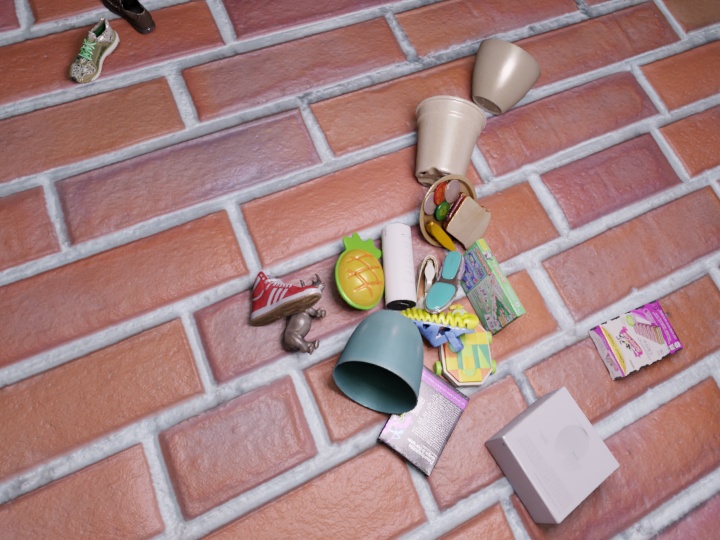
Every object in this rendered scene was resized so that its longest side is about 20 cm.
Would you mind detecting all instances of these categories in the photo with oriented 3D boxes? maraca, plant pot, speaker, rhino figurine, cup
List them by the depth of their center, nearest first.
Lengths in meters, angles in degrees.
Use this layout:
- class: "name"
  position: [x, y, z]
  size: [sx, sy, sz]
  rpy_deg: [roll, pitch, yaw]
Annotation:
- class: "plant pot"
  position: [0.054, 0.190, 1.221]
  size: [0.195, 0.203, 0.164]
  rpy_deg: [23, 54, 1]
- class: "rhino figurine"
  position: [-0.128, 0.098, 1.295]
  size: [0.084, 0.060, 0.207]
  rpy_deg: [5, 64, 15]
- class: "maraca"
  position: [0.000, 0.000, 1.333]
  size: [0.134, 0.107, 0.206]
  rpy_deg: [21, 54, -24]
- class: "speaker"
  position: [0.094, -0.008, 1.362]
  size: [0.078, 0.082, 0.207]
  rpy_deg: [1, 67, -9]
- class: "plant pot"
  position: [0.224, -0.326, 1.468]
  size: [0.193, 0.201, 0.190]
  rpy_deg: [14, 78, -3]
- class: "cup"
  position: [0.398, -0.540, 1.583]
  size: [0.196, 0.200, 0.147]
  rpy_deg: [29, 91, 3]

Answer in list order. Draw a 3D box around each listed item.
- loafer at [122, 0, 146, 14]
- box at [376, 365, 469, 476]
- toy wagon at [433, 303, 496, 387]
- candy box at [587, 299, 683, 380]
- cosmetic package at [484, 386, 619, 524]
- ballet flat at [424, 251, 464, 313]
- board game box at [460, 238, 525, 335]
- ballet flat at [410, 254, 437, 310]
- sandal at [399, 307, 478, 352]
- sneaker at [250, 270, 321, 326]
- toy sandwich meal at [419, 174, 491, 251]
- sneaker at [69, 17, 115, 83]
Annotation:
- class: "loafer"
  position: [-0.656, -0.755, 1.546]
  size: [0.198, 0.072, 0.074]
  rpy_deg: [37, 67, 7]
- class: "box"
  position: [0.144, 0.338, 1.259]
  size: [0.141, 0.036, 0.202]
  rpy_deg: [34, 66, 6]
- class: "toy wagon"
  position: [0.247, 0.176, 1.337]
  size: [0.149, 0.040, 0.207]
  rpy_deg: [0, 69, -10]
- class: "candy box"
  position: [0.699, 0.175, 1.400]
  size: [0.194, 0.061, 0.140]
  rpy_deg: [-19, 73, -15]
- class: "cosmetic package"
  position: [0.421, 0.410, 1.226]
  size: [0.196, 0.124, 0.203]
  rpy_deg: [-29, 75, -20]
- class: "ballet flat"
  position: [0.209, 0.044, 1.327]
  size: [0.070, 0.073, 0.203]
  rpy_deg: [28, 52, 3]
- class: "board game box"
  position: [0.309, 0.044, 1.347]
  size: [0.028, 0.135, 0.205]
  rpy_deg: [-17, 71, -28]
- class: "ballet flat"
  position: [0.160, 0.058, 1.358]
  size: [0.065, 0.063, 0.207]
  rpy_deg: [6, 68, -2]
- class: "sandal"
  position: [0.175, 0.139, 1.286]
  size: [0.192, 0.079, 0.091]
  rpy_deg: [8, 103, 14]
- class: "sneaker"
  position: [-0.177, 0.044, 1.265]
  size: [0.195, 0.071, 0.116]
  rpy_deg: [-22, 61, 25]
- class: "toy sandwich meal"
  position: [0.240, -0.140, 1.400]
  size: [0.200, 0.211, 0.070]
  rpy_deg: [-25, 30, -18]
- class: "sneaker"
  position: [-0.718, -0.591, 1.461]
  size: [0.074, 0.089, 0.206]
  rpy_deg: [18, 67, -1]
